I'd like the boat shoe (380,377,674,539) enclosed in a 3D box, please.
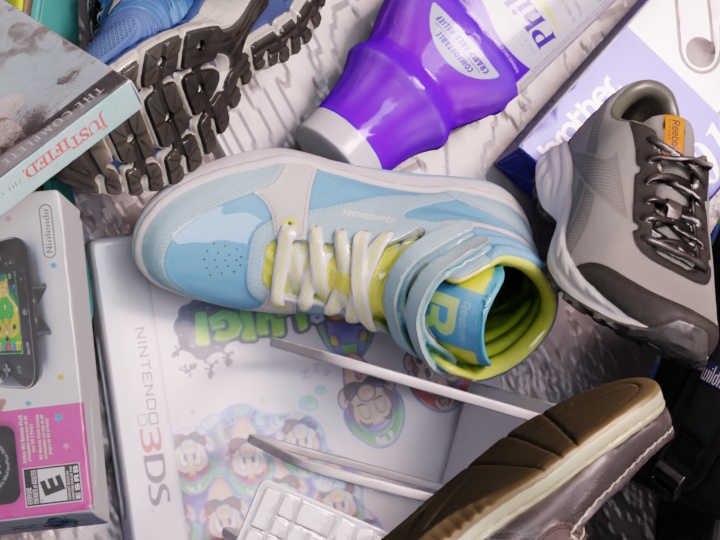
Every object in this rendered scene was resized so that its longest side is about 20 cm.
[{"bbox_3d":[0.057,0.123,1.184,0.201,0.072,0.066,-37,102,-12],"label":"boat shoe"}]

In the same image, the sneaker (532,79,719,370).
[{"bbox_3d":[0.130,-0.026,1.290,0.074,0.200,0.079,27,115,-21],"label":"sneaker"}]

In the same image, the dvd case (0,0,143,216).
[{"bbox_3d":[-0.210,-0.075,1.258,0.146,0.200,0.022,-39,136,-18],"label":"dvd case"}]

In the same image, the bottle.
[{"bbox_3d":[0.052,-0.119,1.396,0.200,0.065,0.084,-43,96,-19],"label":"bottle"}]

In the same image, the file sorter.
[{"bbox_3d":[0.003,0.142,1.278,0.124,0.139,0.200,15,88,-16],"label":"file sorter"}]

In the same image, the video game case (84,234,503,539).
[{"bbox_3d":[-0.026,0.064,1.364,0.200,0.024,0.182,-7,83,-18],"label":"video game case"}]

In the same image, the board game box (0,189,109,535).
[{"bbox_3d":[-0.222,0.051,1.255,0.200,0.064,0.148,-7,82,2],"label":"board game box"}]

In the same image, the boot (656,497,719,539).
[{"bbox_3d":[0.239,0.099,1.415,0.154,0.073,0.204,15,78,-17],"label":"boot"}]

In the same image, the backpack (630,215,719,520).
[{"bbox_3d":[0.226,0.021,1.292,0.154,0.163,0.200,-2,105,-47],"label":"backpack"}]

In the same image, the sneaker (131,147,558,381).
[{"bbox_3d":[0.000,0.000,1.294,0.200,0.131,0.080,-1,112,-15],"label":"sneaker"}]

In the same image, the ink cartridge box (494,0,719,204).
[{"bbox_3d":[0.169,-0.097,1.440,0.094,0.044,0.200,44,72,-4],"label":"ink cartridge box"}]

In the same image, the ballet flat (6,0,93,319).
[{"bbox_3d":[-0.169,-0.063,1.325,0.067,0.067,0.200,-6,83,13],"label":"ballet flat"}]

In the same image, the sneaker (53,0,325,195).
[{"bbox_3d":[-0.100,-0.104,1.328,0.200,0.089,0.079,-45,140,-42],"label":"sneaker"}]

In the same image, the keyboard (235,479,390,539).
[{"bbox_3d":[0.035,0.155,1.212,0.200,0.011,0.056,25,86,-13],"label":"keyboard"}]
